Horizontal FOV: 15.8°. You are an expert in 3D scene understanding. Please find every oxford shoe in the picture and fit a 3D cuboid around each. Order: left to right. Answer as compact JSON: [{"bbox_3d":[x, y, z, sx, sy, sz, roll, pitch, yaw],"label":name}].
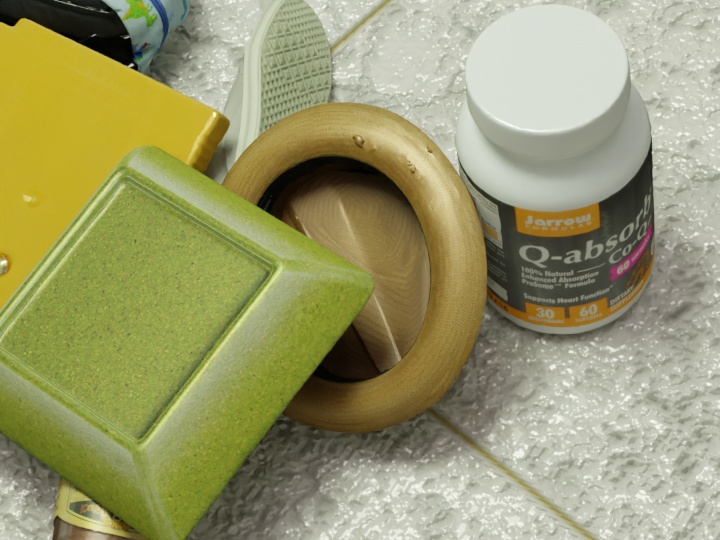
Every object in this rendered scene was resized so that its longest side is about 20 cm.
[{"bbox_3d":[-0.064,-0.097,1.680,0.058,0.075,0.201,-21,45,38],"label":"oxford shoe"}]

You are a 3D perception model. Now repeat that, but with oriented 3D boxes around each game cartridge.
[{"bbox_3d":[-0.200,-0.043,1.633,0.176,0.032,0.201,27,85,21],"label":"game cartridge"}]

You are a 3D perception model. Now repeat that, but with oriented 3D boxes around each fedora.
[{"bbox_3d":[0.000,0.000,1.573,0.200,0.082,0.202,-2,86,25],"label":"fedora"}]

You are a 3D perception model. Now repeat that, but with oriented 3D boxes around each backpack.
[{"bbox_3d":[-0.210,-0.205,1.716,0.200,0.163,0.154,37,60,19],"label":"backpack"}]

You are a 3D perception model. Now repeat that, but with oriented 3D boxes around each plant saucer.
[{"bbox_3d":[-0.126,0.030,1.514,0.199,0.048,0.200,31,76,31],"label":"plant saucer"}]

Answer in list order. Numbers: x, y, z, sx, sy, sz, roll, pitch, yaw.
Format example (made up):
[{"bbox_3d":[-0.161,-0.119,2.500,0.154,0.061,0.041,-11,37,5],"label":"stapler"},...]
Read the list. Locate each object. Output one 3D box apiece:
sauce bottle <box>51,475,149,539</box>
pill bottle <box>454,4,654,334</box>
[{"bbox_3d":[-0.148,0.146,1.526,0.064,0.065,0.201,0,60,7],"label":"sauce bottle"},{"bbox_3d":[0.117,-0.059,1.546,0.116,0.200,0.117,-4,56,6],"label":"pill bottle"}]
